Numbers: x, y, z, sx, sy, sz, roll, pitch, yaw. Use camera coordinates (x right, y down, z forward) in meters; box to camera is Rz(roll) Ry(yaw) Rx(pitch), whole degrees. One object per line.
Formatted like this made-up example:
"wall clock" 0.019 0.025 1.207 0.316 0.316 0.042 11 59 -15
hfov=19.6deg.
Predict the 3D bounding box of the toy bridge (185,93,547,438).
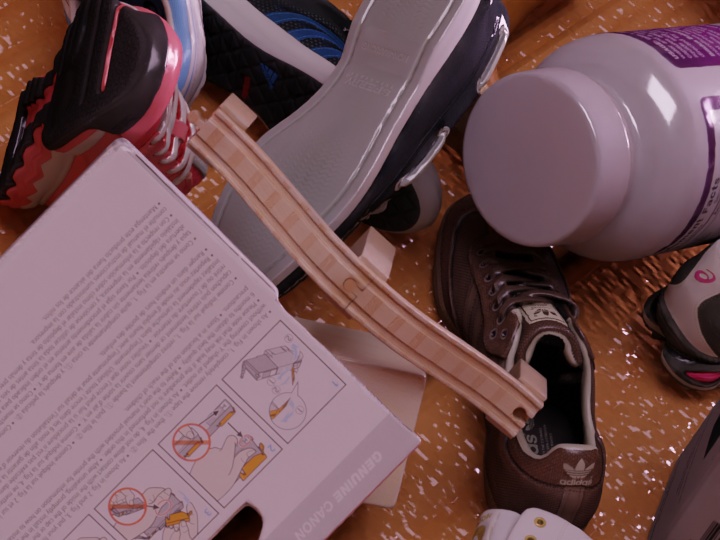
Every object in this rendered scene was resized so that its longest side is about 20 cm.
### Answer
"toy bridge" 0.000 0.000 0.902 0.200 0.027 0.067 42 13 -6

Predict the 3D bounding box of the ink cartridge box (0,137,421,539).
"ink cartridge box" -0.106 0.076 0.865 0.200 0.045 0.176 -45 99 0

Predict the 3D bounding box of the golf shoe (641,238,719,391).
"golf shoe" 0.242 0.005 1.066 0.200 0.088 0.077 -15 59 -28

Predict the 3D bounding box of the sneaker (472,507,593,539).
"sneaker" 0.037 0.153 0.902 0.200 0.074 0.116 18 48 -20

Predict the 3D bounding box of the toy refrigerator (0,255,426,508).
"toy refrigerator" -0.079 0.051 0.928 0.200 0.070 0.076 12 8 -9

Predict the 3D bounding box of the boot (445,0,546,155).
"boot" 0.078 -0.151 1.139 0.144 0.071 0.201 -17 56 -24

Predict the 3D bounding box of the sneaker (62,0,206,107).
"sneaker" -0.119 -0.171 1.035 0.072 0.072 0.200 -13 81 12

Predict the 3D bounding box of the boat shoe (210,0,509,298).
"boat shoe" 0.004 -0.060 0.982 0.076 0.060 0.200 36 86 40

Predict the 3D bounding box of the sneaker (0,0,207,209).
"sneaker" -0.103 -0.069 0.952 0.087 0.200 0.074 16 74 -18

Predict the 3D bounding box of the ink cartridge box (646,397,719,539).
"ink cartridge box" 0.229 0.090 0.924 0.147 0.200 0.083 25 51 2

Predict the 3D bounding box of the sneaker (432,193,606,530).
"sneaker" 0.086 0.032 1.003 0.070 0.076 0.200 0 55 -17

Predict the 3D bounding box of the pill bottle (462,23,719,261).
"pill bottle" 0.145 -0.064 1.038 0.200 0.112 0.112 -10 56 -45

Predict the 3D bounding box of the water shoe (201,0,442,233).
"water shoe" -0.019 -0.104 1.076 0.200 0.072 0.079 43 52 15
